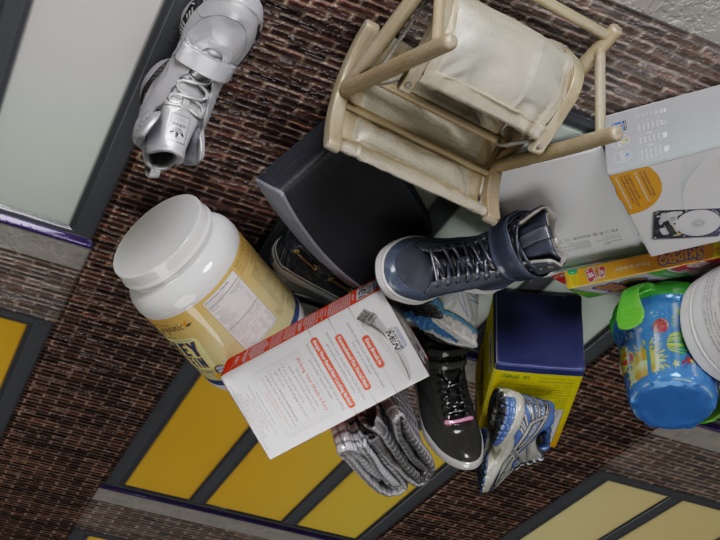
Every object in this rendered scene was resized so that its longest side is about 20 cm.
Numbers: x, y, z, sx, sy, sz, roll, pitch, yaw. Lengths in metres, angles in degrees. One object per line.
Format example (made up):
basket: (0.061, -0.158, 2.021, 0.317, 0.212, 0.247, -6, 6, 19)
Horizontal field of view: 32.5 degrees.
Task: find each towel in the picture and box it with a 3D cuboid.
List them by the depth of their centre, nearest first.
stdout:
towel: (0.016, 0.161, 1.475, 0.085, 0.166, 0.200, -23, 147, 7)

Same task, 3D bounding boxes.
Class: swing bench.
swing bench: (0.102, -0.165, 1.135, 0.198, 0.131, 0.200, 22, 147, -26)

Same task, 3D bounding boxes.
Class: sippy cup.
sippy cup: (0.353, 0.104, 1.405, 0.177, 0.131, 0.140, 18, 136, -7)

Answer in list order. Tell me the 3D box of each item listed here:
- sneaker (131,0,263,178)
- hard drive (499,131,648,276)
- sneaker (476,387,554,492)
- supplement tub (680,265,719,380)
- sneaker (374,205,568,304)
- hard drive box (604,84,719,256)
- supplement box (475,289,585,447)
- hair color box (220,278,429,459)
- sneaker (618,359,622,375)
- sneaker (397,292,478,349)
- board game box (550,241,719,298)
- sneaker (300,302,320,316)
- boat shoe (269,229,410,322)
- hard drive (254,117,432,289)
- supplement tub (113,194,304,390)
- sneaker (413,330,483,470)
sneaker: (-0.153, -0.171, 1.158, 0.075, 0.116, 0.200, 22, 141, -24)
hard drive: (0.225, -0.066, 1.347, 0.131, 0.026, 0.200, -12, 142, 22)
sneaker: (0.192, 0.218, 1.526, 0.084, 0.078, 0.201, 3, 146, -6)
supplement tub: (0.444, 0.034, 1.287, 0.131, 0.133, 0.200, 19, 155, -21)
sneaker: (0.124, -0.018, 1.296, 0.201, 0.078, 0.146, -5, 168, -41)
hard drive box: (0.361, -0.106, 1.233, 0.199, 0.077, 0.156, -15, 142, 24)
supplement box: (0.208, 0.125, 1.551, 0.108, 0.110, 0.201, 5, 145, -1)
hair color box: (-0.037, 0.105, 1.338, 0.199, 0.064, 0.111, -28, 102, 8)
sneaker: (0.412, 0.092, 1.515, 0.198, 0.078, 0.100, -9, 140, 16)
sneaker: (0.085, 0.021, 1.429, 0.074, 0.087, 0.200, 8, 164, 29)
board game box: (0.323, 0.000, 1.403, 0.199, 0.030, 0.095, -10, 168, 23)
sneaker: (-0.018, 0.072, 1.540, 0.088, 0.076, 0.199, -32, 142, 34)
boat shoe: (0.000, 0.000, 1.423, 0.199, 0.071, 0.091, 22, 145, -21)
hard drive: (-0.008, -0.068, 1.302, 0.135, 0.042, 0.200, -40, 134, 1)
supplement tub: (-0.171, 0.025, 1.401, 0.144, 0.145, 0.200, -18, 129, 29)
sneaker: (0.108, 0.144, 1.525, 0.070, 0.201, 0.100, -6, 137, -13)
